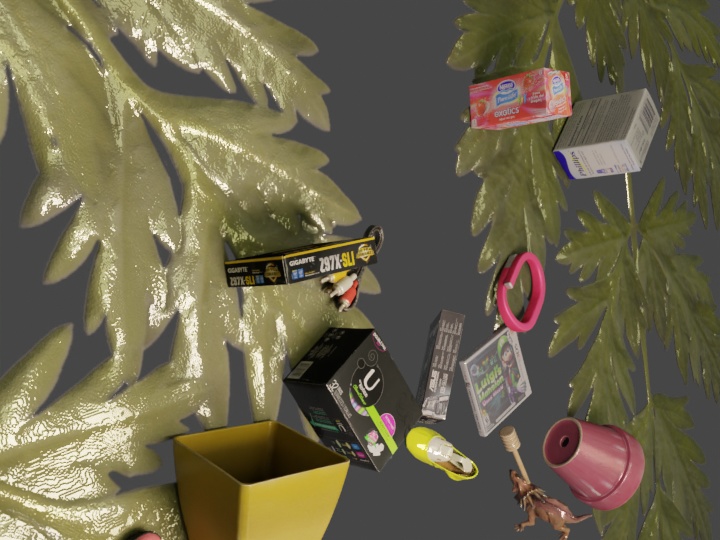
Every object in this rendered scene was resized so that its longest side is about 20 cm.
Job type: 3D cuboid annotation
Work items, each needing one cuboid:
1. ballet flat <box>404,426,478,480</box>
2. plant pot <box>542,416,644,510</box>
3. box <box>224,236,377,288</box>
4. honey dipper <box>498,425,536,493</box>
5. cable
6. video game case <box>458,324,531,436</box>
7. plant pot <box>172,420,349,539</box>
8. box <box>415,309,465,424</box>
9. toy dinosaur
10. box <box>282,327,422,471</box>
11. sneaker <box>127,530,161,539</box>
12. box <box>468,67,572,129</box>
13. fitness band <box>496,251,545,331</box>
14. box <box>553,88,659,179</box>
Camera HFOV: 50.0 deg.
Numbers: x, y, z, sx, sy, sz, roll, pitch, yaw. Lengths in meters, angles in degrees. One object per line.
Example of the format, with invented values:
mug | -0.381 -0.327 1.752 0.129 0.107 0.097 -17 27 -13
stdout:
ballet flat | 0.171 0.372 1.561 0.200 0.067 0.067 40 63 -35
plant pot | 0.541 0.445 1.845 0.178 0.199 0.202 31 67 -21
box | -0.094 -0.013 1.257 0.199 0.159 0.050 -13 98 -42
honey dipper | 0.366 0.443 1.768 0.038 0.038 0.201 -43 118 -36
cable | 0.000 0.000 1.421 0.200 0.050 0.098 -45 119 -34
video game case | 0.305 0.240 1.726 0.199 0.023 0.184 -30 108 -40
plant pot | -0.158 0.355 1.170 0.199 0.199 0.179 0 99 -43
box | 0.149 0.191 1.491 0.049 0.158 0.202 13 76 1
toy dinosaur | 0.418 0.531 1.728 0.136 0.198 0.086 85 24 -46
box | -0.010 0.223 1.354 0.149 0.124 0.201 -46 117 -34
sneaker | -0.324 0.464 1.068 0.074 0.086 0.201 48 58 -33
box | 0.342 -0.365 1.660 0.102 0.199 0.096 -6 93 -43
fitness band | 0.373 0.047 1.777 0.144 0.037 0.201 55 47 -26
box | 0.610 -0.336 1.918 0.105 0.199 0.185 48 58 -32
